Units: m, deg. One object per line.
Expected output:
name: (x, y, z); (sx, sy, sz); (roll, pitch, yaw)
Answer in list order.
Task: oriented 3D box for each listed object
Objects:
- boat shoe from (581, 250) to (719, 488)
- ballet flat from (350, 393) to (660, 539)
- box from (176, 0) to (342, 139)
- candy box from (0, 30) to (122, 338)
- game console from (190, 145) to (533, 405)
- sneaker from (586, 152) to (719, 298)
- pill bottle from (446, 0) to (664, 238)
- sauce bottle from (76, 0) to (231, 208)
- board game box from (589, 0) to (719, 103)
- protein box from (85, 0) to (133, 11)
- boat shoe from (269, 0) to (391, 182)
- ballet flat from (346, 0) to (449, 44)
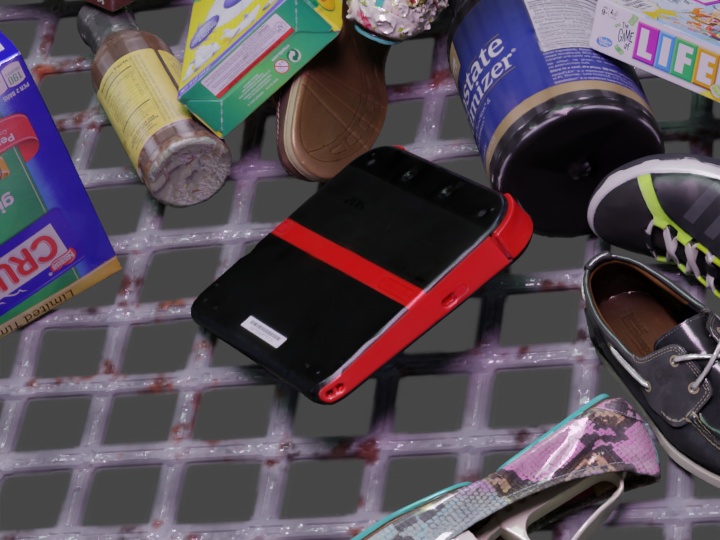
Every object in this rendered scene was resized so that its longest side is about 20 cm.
boat shoe: (0.193, 0.061, 1.550); (0.072, 0.068, 0.200); (-31, 46, -14)
ballet flat: (0.082, 0.143, 1.516); (0.200, 0.069, 0.071); (-29, 64, -10)
box: (-0.064, -0.182, 1.833); (0.117, 0.048, 0.200); (-41, 20, 21)
candy box: (-0.268, -0.043, 1.717); (0.169, 0.200, 0.077); (-32, 47, -11)
game console: (0.000, 0.000, 1.662); (0.177, 0.031, 0.200); (-42, 29, -11)
sneaker: (0.224, -0.015, 1.608); (0.200, 0.072, 0.083); (6, 51, 25)
pill bottle: (0.118, -0.124, 1.724); (0.112, 0.112, 0.200); (-18, 43, 2)
sauce bottle: (-0.147, -0.122, 1.851); (0.065, 0.065, 0.200); (-24, 43, -5)
board game box: (0.258, -0.146, 1.681); (0.134, 0.034, 0.200); (27, 29, 37)
protein box: (-0.183, -0.310, 1.960); (0.198, 0.135, 0.200); (24, 42, 36)
boat shoe: (-0.028, -0.126, 1.820); (0.072, 0.072, 0.200); (-31, 34, 38)
ballet flat: (0.041, -0.211, 1.825); (0.076, 0.064, 0.200); (18, 26, 3)
